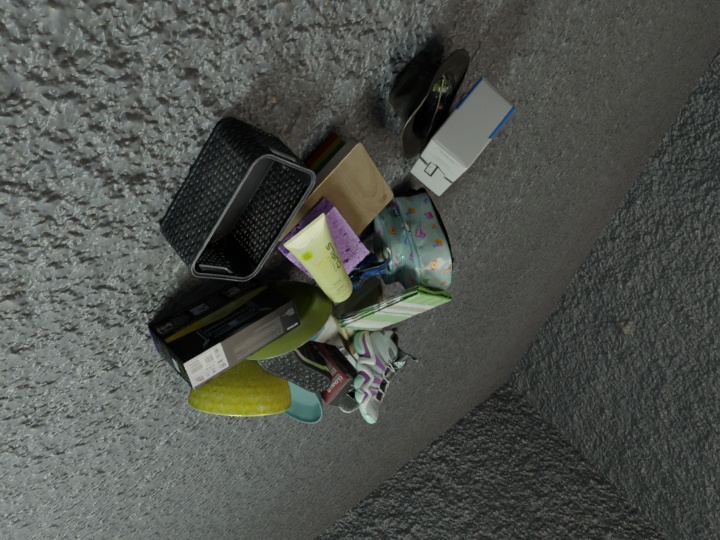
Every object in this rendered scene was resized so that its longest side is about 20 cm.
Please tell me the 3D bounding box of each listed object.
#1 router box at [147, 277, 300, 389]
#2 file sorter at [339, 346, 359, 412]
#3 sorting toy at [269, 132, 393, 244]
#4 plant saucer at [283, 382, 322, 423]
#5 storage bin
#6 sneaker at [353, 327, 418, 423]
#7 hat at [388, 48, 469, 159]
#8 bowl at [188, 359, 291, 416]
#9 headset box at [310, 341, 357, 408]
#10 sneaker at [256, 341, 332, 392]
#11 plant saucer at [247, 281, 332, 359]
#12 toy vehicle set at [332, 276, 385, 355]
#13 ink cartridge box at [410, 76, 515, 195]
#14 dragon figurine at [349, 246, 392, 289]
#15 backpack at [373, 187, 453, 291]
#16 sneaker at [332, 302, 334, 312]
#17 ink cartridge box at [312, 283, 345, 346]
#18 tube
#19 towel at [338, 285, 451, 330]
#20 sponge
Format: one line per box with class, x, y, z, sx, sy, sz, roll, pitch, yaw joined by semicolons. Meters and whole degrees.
router box;-0.221;0.090;0.926;0.198;0.156;0.053;-30;122;-29
file sorter;-0.010;0.247;1.482;0.123;0.139;0.202;-20;143;-37
sorting toy;-0.057;-0.117;0.985;0.199;0.070;0.200;-47;154;0
plant saucer;-0.153;0.240;1.210;0.036;0.198;0.202;-48;160;-38
storage bin;-0.174;-0.095;0.817;0.201;0.094;0.134;-55;152;15
sneaker;0.059;0.215;1.219;0.137;0.204;0.078;-13;154;17
hat;0.099;-0.294;0.961;0.202;0.080;0.201;-52;167;-16
bowl;-0.225;0.200;1.094;0.199;0.197;0.110;6;89;-58
headset box;-0.070;0.225;1.289;0.075;0.200;0.148;-46;153;2
sneaker;-0.131;0.160;1.082;0.071;0.083;0.200;-35;126;15
plant saucer;-0.147;0.076;1.008;0.199;0.199;0.031;-34;125;-23
toy vehicle set;0.004;0.104;1.277;0.124;0.026;0.201;-41;152;-15
ink cartridge box;0.179;-0.236;1.049;0.147;0.084;0.200;-51;180;-7
dragon figurine;0.000;0.000;1.130;0.098;0.060;0.200;-23;-175;-17
backpack;0.107;-0.044;1.183;0.151;0.202;0.177;-18;148;-14
sneaker;-0.117;0.085;1.134;0.198;0.076;0.087;-25;179;33
ink cartridge box;-0.059;0.100;1.282;0.116;0.067;0.199;-51;153;6
tube;-0.061;-0.013;0.930;0.201;0.051;0.059;65;34;-57
towel;0.069;0.076;1.161;0.198;0.031;0.148;-25;160;30
sponge;-0.057;-0.036;0.985;0.112;0.030;0.200;-46;154;-2
